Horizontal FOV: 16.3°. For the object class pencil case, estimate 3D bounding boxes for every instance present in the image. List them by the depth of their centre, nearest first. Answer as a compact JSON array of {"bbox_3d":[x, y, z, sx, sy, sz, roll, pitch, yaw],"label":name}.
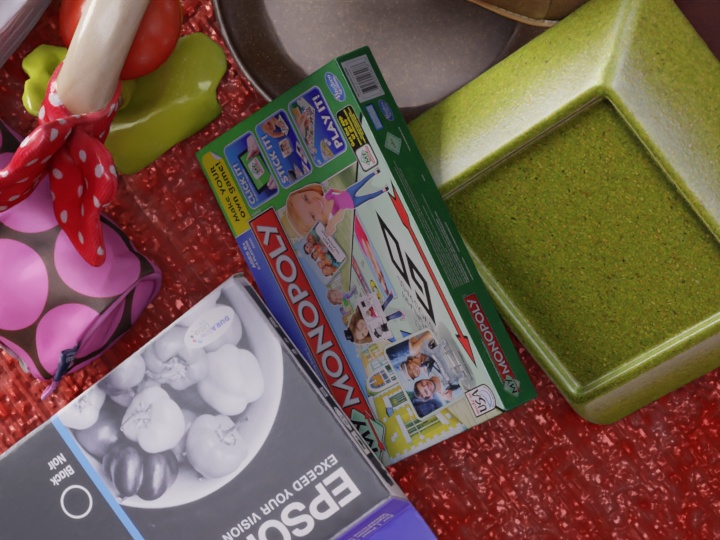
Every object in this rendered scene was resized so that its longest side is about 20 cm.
[{"bbox_3d":[-0.206,-0.029,1.347,0.200,0.091,0.094,44,112,5],"label":"pencil case"}]

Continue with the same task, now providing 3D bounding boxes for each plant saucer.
[{"bbox_3d":[0.125,-0.021,1.285,0.200,0.048,0.200,-33,100,39],"label":"plant saucer"},{"bbox_3d":[0.018,-0.163,1.374,0.200,0.037,0.201,0,86,1],"label":"plant saucer"}]

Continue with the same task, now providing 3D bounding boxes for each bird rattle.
[{"bbox_3d":[-0.139,-0.108,1.291,0.112,0.200,0.163,23,111,6],"label":"bird rattle"}]

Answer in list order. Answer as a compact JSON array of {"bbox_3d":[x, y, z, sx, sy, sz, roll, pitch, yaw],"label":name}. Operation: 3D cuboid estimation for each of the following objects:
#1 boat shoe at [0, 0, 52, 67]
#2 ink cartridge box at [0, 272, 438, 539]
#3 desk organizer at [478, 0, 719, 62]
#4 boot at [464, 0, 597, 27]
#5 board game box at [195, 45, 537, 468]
[{"bbox_3d":[-0.197,-0.143,1.277,0.062,0.072,0.200,43,96,3],"label":"boat shoe"},{"bbox_3d":[-0.082,0.139,1.336,0.198,0.043,0.200,-38,88,11],"label":"ink cartridge box"},{"bbox_3d":[0.133,-0.153,1.325,0.199,0.072,0.077,16,86,-15],"label":"desk organizer"},{"bbox_3d":[0.082,-0.161,1.237,0.199,0.075,0.074,4,90,-16],"label":"boot"},{"bbox_3d":[0.000,0.000,1.324,0.029,0.134,0.200,-23,85,-43],"label":"board game box"}]
